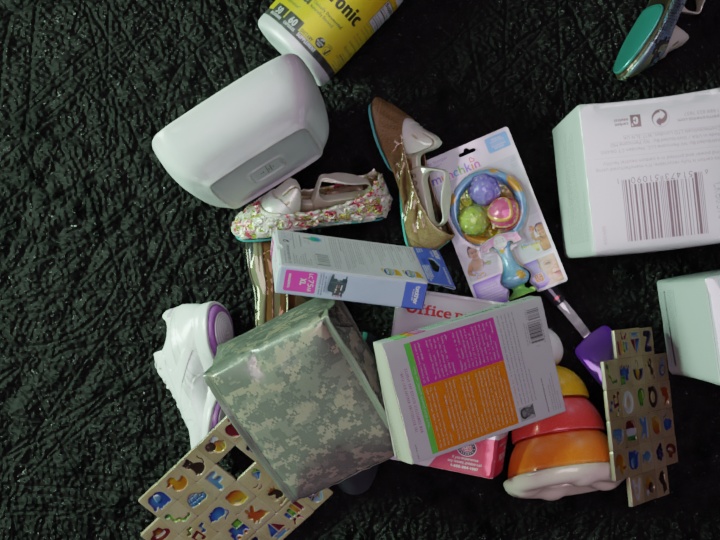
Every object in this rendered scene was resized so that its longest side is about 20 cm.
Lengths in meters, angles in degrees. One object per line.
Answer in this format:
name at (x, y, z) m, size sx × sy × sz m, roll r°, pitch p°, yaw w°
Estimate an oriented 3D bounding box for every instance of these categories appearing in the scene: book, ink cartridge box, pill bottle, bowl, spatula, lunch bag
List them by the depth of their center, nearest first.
book at (0.121, 0.116, 1.202) m, size 0.199 × 0.048 × 0.134 m, roll -14°, pitch 95°, yaw -22°
lunch bag at (-0.051, 0.148, 1.243) m, size 0.164 × 0.118 × 0.200 m, roll -27°, pitch 102°, yaw 11°
ink cartridge box at (0.000, 0.000, 1.252) m, size 0.199 × 0.119 × 0.042 m, roll 5°, pitch 111°, yaw -9°
bowl at (-0.123, -0.144, 1.262) m, size 0.199 × 0.200 × 0.075 m, roll -31°, pitch 79°, yaw 1°
ink cartridge box at (0.107, 0.129, 1.302) m, size 0.144 × 0.084 × 0.201 m, roll 8°, pitch 90°, yaw 17°
pill bottle at (-0.018, -0.327, 1.311) m, size 0.111 × 0.111 × 0.200 m, roll 43°, pitch 89°, yaw 1°
spatula at (0.254, 0.051, 1.347) m, size 0.056 × 0.021 × 0.200 m, roll -40°, pitch 88°, yaw 2°

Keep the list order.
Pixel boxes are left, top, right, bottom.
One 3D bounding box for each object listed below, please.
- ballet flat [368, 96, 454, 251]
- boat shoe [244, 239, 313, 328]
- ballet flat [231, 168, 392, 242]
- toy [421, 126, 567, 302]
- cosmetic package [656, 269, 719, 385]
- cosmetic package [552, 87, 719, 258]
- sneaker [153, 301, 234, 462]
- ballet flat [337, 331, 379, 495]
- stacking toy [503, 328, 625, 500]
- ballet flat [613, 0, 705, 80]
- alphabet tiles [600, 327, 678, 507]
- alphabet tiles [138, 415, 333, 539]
ballet flat at (0.070, -0.119, 1.322) m, size 0.072 × 0.068 × 0.201 m, roll -16°, pitch 88°, yaw 33°
boat shoe at (-0.091, 0.046, 1.328) m, size 0.074 × 0.076 × 0.201 m, roll -8°, pitch 90°, yaw -2°
ballet flat at (-0.059, -0.084, 1.318) m, size 0.199 × 0.076 × 0.064 m, roll -11°, pitch 128°, yaw -14°
toy at (0.159, -0.059, 1.326) m, size 0.115 × 0.047 × 0.201 m, roll -22°, pitch 90°, yaw 12°
cosmetic package at (0.467, 0.052, 1.254) m, size 0.198 × 0.200 × 0.123 m, roll -8°, pitch 90°, yaw 0°
cosmetic package at (0.319, -0.104, 1.258) m, size 0.164 × 0.200 × 0.166 m, roll -6°, pitch 90°, yaw 1°
sneaker at (-0.198, 0.136, 1.340) m, size 0.099 × 0.075 × 0.201 m, roll 0°, pitch 93°, yaw 26°
ballet flat at (-0.006, 0.174, 1.327) m, size 0.073 × 0.073 × 0.201 m, roll 5°, pitch 90°, yaw 1°
stacking toy at (0.231, 0.166, 1.314) m, size 0.145 × 0.146 × 0.201 m, roll -7°, pitch 70°, yaw 1°
ballet flat at (0.376, -0.311, 1.330) m, size 0.074 × 0.074 × 0.201 m, roll 25°, pitch 93°, yaw 1°
alphabet tiles at (0.327, 0.167, 1.287) m, size 0.006 × 0.166 × 0.201 m, roll -8°, pitch 85°, yaw 39°
alphabet tiles at (-0.160, 0.282, 1.326) m, size 0.200 × 0.008 × 0.167 m, roll -43°, pitch 109°, yaw 10°
